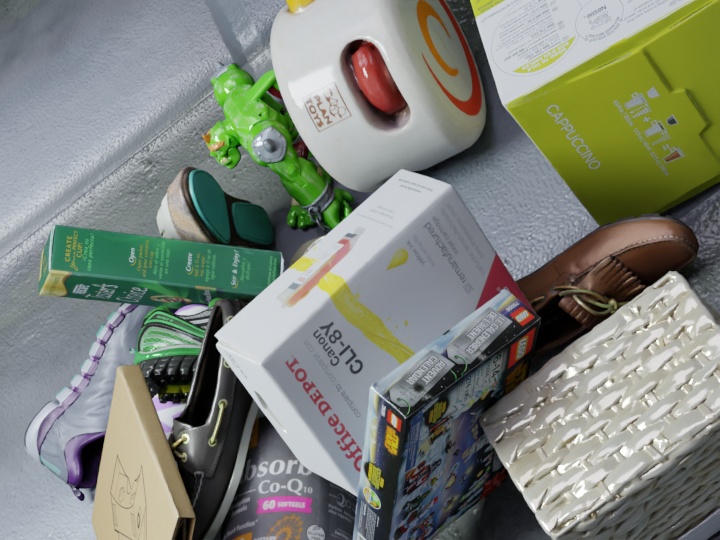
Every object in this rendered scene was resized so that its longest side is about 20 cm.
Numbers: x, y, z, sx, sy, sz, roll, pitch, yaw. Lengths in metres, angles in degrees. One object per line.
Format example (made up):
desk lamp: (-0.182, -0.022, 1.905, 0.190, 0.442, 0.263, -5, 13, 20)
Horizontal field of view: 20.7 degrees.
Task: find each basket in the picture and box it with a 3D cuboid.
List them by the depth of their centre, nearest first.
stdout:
basket: (0.201, 0.117, 1.401, 0.200, 0.123, 0.136, -38, 52, 8)

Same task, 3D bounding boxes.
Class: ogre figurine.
ogre figurine: (-0.079, -0.122, 1.795, 0.098, 0.120, 0.201, -26, 47, 19)

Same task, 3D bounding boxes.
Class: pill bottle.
pill bottle: (-0.051, 0.176, 1.562, 0.116, 0.116, 0.201, -18, 51, 26)

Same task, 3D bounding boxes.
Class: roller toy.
roller toy: (0.010, -0.169, 1.712, 0.139, 0.200, 0.183, -24, 54, 21)

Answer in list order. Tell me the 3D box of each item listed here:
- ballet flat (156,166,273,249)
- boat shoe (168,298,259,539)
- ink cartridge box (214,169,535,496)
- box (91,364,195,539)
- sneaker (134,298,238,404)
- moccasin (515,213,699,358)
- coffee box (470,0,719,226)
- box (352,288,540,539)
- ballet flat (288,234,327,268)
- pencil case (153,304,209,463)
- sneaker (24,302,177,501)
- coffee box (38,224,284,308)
ballet flat: (-0.139, -0.041, 1.732, 0.067, 0.200, 0.069, -14, 74, 15)
boat shoe: (-0.118, 0.122, 1.529, 0.072, 0.060, 0.202, 12, 82, 67)
ink cartridge box: (0.014, 0.046, 1.470, 0.200, 0.145, 0.083, -42, 28, -14)
box: (-0.173, 0.195, 1.546, 0.200, 0.021, 0.164, -119, 36, -53)
sneaker: (-0.090, 0.058, 1.649, 0.198, 0.078, 0.086, 0, 62, -8)
moccasin: (0.174, 0.021, 1.535, 0.200, 0.074, 0.078, -25, 47, 21)
coffee box: (0.218, -0.186, 1.561, 0.199, 0.200, 0.199, -28, 47, 16)
box: (0.060, 0.121, 1.433, 0.137, 0.201, 0.040, -35, 60, -29)
ballet flat: (0.000, 0.000, 1.689, 0.199, 0.062, 0.068, 20, 72, 44)
pencil case: (-0.148, 0.126, 1.697, 0.086, 0.083, 0.201, 130, 158, -58)
sneaker: (-0.213, 0.111, 1.776, 0.087, 0.074, 0.200, 39, 95, 31)
coffee box: (-0.176, 0.003, 1.703, 0.123, 0.198, 0.044, 147, 128, -72)
